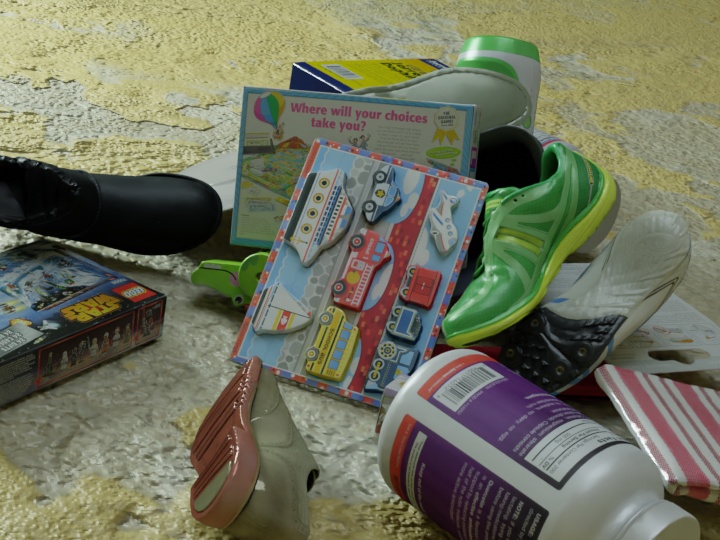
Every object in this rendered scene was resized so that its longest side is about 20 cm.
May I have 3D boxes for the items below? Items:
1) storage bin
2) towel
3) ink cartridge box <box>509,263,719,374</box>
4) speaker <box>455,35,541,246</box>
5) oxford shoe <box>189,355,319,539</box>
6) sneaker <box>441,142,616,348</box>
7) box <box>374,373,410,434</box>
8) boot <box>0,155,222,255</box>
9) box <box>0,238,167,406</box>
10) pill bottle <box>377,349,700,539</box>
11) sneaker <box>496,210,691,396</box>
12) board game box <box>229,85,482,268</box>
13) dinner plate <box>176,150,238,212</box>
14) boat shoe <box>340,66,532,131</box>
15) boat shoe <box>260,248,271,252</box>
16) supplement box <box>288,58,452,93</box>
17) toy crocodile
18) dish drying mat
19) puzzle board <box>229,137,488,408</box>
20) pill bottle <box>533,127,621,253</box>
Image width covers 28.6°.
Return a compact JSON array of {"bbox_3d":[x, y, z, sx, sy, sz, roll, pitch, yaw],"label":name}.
[{"bbox_3d":[0.083,-0.060,1.247,0.199,0.146,0.134,-17,5,18],"label":"storage bin"},{"bbox_3d":[0.277,0.136,1.036,0.199,0.030,0.146,15,23,-20],"label":"towel"},{"bbox_3d":[0.224,0.054,1.218,0.162,0.050,0.200,-1,28,-28],"label":"ink cartridge box"},{"bbox_3d":[0.123,-0.120,1.361,0.088,0.201,0.088,8,-4,1],"label":"speaker"},{"bbox_3d":[-0.068,0.123,0.940,0.074,0.071,0.200,32,19,-14],"label":"oxford shoe"},{"bbox_3d":[0.118,-0.019,1.107,0.084,0.074,0.200,43,67,-7],"label":"sneaker"},{"bbox_3d":[0.109,0.126,1.013,0.199,0.039,0.041,18,19,17],"label":"box"},{"bbox_3d":[-0.226,-0.057,1.168,0.197,0.074,0.162,4,-4,7],"label":"boot"},{"bbox_3d":[-0.261,0.037,1.058,0.137,0.040,0.200,22,26,28],"label":"box"},{"bbox_3d":[0.112,0.139,0.898,0.112,0.113,0.200,-13,33,-42],"label":"pill bottle"},{"bbox_3d":[0.187,0.036,1.111,0.200,0.073,0.072,-42,61,-9],"label":"sneaker"},{"bbox_3d":[-0.005,-0.078,1.174,0.199,0.135,0.034,7,5,15],"label":"board game box"},{"bbox_3d":[-0.115,-0.089,1.324,0.199,0.024,0.200,-14,17,4],"label":"dinner plate"},{"bbox_3d":[0.056,-0.138,1.293,0.200,0.072,0.061,-8,-17,-14],"label":"boat shoe"},{"bbox_3d":[-0.036,-0.054,1.314,0.071,0.061,0.201,15,24,11],"label":"boat shoe"},{"bbox_3d":[0.027,-0.163,1.544,0.199,0.109,0.109,-8,29,-36],"label":"supplement box"},{"bbox_3d":[-0.041,0.018,1.173,0.199,0.062,0.068,6,4,3],"label":"toy crocodile"},{"bbox_3d":[0.136,0.084,1.150,0.199,0.018,0.077,3,21,-13],"label":"dish drying mat"},{"bbox_3d":[0.000,0.000,1.107,0.150,0.201,0.017,16,-19,13],"label":"puzzle board"},{"bbox_3d":[0.164,-0.094,1.448,0.108,0.109,0.200,-13,34,-43],"label":"pill bottle"}]
